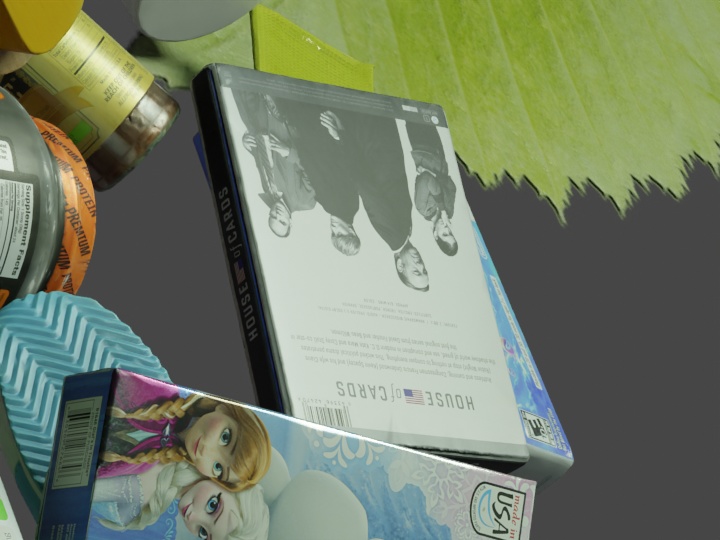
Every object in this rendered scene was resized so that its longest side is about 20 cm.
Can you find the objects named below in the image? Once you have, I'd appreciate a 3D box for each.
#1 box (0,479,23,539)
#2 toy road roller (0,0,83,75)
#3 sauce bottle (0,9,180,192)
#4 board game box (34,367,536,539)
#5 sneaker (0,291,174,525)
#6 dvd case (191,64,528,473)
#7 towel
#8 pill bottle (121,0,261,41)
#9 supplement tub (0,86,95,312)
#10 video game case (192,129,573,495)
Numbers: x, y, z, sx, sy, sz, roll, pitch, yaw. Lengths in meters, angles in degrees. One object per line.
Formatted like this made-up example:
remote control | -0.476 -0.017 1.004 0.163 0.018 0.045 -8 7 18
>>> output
box | -0.188 0.141 0.871 0.176 0.097 0.201 19 39 -50
toy road roller | -0.215 -0.136 1.061 0.146 0.122 0.200 -58 143 -30
sauce bottle | -0.179 -0.123 1.291 0.200 0.065 0.065 42 26 -10
board game box | -0.033 0.156 0.996 0.198 0.043 0.201 17 74 -34
sneaker | -0.096 0.104 1.052 0.076 0.081 0.201 -27 88 -34
dvd case | 0.000 0.000 1.304 0.150 0.025 0.201 8 59 -39
towel | -0.019 -0.065 1.408 0.086 0.018 0.200 31 31 -28
pill bottle | -0.124 -0.229 1.458 0.119 0.120 0.201 8 47 -54
supplement tub | -0.205 -0.028 1.047 0.200 0.122 0.123 10 45 -53
video game case | 0.013 0.014 1.420 0.181 0.045 0.201 20 37 -43
